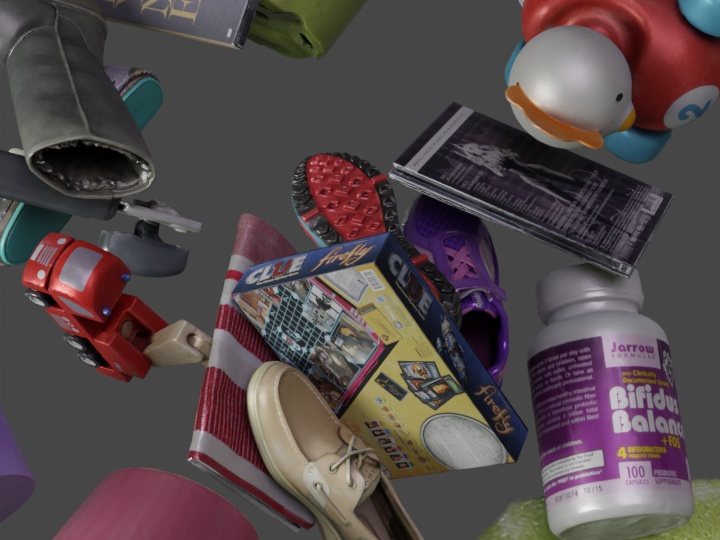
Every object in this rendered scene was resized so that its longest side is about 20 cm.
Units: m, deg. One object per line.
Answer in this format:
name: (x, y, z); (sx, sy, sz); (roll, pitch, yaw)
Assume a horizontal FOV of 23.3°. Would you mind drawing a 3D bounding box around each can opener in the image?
can opener: (-0.209, -0.040, 1.314); (0.200, 0.053, 0.067); (13, 86, -37)

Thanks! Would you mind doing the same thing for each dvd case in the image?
dvd case: (0.138, -0.066, 1.380); (0.200, 0.016, 0.149); (24, 31, 11)
dvd case: (-0.142, -0.261, 1.380); (0.200, 0.016, 0.149); (18, 88, 40)

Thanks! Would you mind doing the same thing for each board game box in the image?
board game box: (0.015, 0.067, 1.262); (0.200, 0.135, 0.035); (55, 42, -27)

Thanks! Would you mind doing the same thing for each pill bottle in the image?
pill bottle: (0.188, 0.100, 1.340); (0.112, 0.112, 0.201); (-2, 70, -11)

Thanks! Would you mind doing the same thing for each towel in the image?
towel: (-0.061, 0.076, 1.293); (0.023, 0.144, 0.201); (-10, 55, 34)

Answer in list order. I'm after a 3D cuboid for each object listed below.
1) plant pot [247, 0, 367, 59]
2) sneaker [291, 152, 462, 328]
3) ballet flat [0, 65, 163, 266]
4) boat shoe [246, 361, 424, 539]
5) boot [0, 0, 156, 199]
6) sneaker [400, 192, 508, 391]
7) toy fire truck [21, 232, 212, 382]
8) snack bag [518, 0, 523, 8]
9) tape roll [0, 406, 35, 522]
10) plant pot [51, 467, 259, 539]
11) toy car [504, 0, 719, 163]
plant pot: (-0.041, -0.281, 1.420); (0.200, 0.200, 0.190); (28, 80, 2)
sneaker: (0.000, 0.000, 1.336); (0.079, 0.096, 0.200); (-18, 60, -22)
ballet flat: (-0.237, -0.087, 1.371); (0.072, 0.072, 0.200); (36, 68, 5)
boat shoe: (-0.012, 0.148, 1.266); (0.072, 0.065, 0.200); (-47, 115, -46)
boot: (-0.251, -0.138, 1.290); (0.181, 0.073, 0.200); (5, 46, -21)
sneaker: (0.081, 0.020, 1.366); (0.080, 0.089, 0.201); (-3, 69, -9)
toy fire truck: (-0.149, 0.053, 1.284); (0.141, 0.200, 0.049); (15, 64, 27)
snack bag: (0.196, -0.307, 1.544); (0.188, 0.021, 0.200); (-24, 75, -17)
tape roll: (-0.330, 0.150, 1.185); (0.200, 0.200, 0.085); (-23, 74, -17)
plant pot: (-0.157, 0.244, 1.196); (0.200, 0.200, 0.179); (24, 52, 0)
toy car: (0.188, -0.147, 1.364); (0.177, 0.185, 0.200); (31, 47, 2)
